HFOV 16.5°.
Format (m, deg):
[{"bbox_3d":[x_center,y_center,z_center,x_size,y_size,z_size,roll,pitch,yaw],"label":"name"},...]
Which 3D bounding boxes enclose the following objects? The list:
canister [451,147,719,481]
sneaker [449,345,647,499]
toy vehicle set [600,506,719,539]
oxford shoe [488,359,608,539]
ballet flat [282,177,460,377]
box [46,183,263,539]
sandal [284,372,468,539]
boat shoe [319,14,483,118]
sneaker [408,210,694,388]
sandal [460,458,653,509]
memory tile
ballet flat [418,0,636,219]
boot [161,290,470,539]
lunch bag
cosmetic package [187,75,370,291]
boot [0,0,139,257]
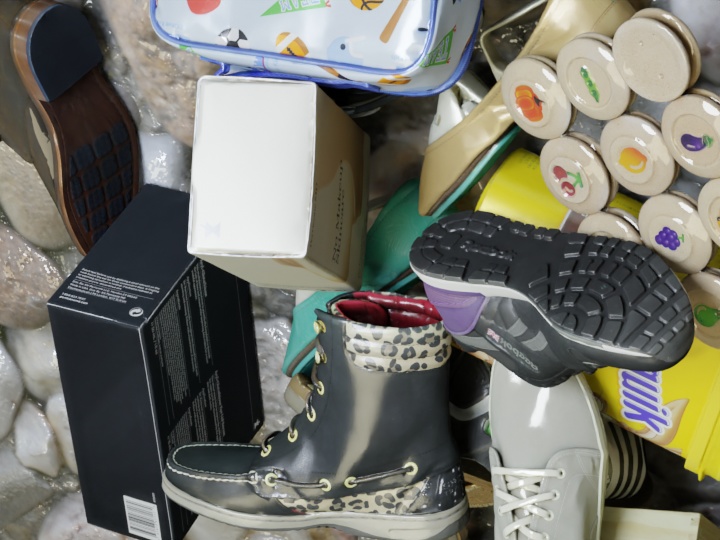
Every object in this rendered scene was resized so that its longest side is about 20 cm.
[{"bbox_3d":[0.160,0.026,1.515,0.199,0.087,0.149,25,134,13],"label":"canister"},{"bbox_3d":[0.107,0.101,1.617,0.200,0.115,0.076,35,103,45],"label":"sneaker"},{"bbox_3d":[0.197,0.193,1.598,0.123,0.027,0.200,0,159,31],"label":"toy vehicle set"},{"bbox_3d":[0.108,0.138,1.488,0.075,0.058,0.202,-3,91,31],"label":"oxford shoe"},{"bbox_3d":[0.000,0.000,1.617,0.200,0.067,0.071,-42,75,45],"label":"ballet flat"},{"bbox_3d":[-0.136,0.066,1.688,0.078,0.141,0.201,15,132,23],"label":"box"},{"bbox_3d":[0.001,0.139,1.684,0.080,0.054,0.200,35,173,46],"label":"sandal"},{"bbox_3d":[-0.017,-0.128,1.513,0.199,0.060,0.076,-22,112,41],"label":"boat shoe"},{"bbox_3d":[0.120,0.029,1.427,0.199,0.076,0.088,22,144,45],"label":"sneaker"},{"bbox_3d":[0.088,0.138,1.659,0.210,0.078,0.070,20,132,8],"label":"sandal"},{"bbox_3d":[0.165,-0.042,1.382,0.153,0.017,0.201,-15,107,51],"label":"memory tile"},{"bbox_3d":[0.086,-0.109,1.470,0.063,0.069,0.200,47,126,1],"label":"ballet flat"},{"bbox_3d":[-0.029,0.086,1.563,0.202,0.074,0.155,6,115,15],"label":"boot"},{"bbox_3d":[-0.025,-0.179,1.416,0.199,0.075,0.162,11,91,26],"label":"lunch bag"},{"bbox_3d":[-0.045,-0.047,1.469,0.070,0.200,0.106,3,86,9],"label":"cosmetic package"},{"bbox_3d":[-0.210,-0.102,1.661,0.097,0.075,0.201,23,136,38],"label":"boot"}]
